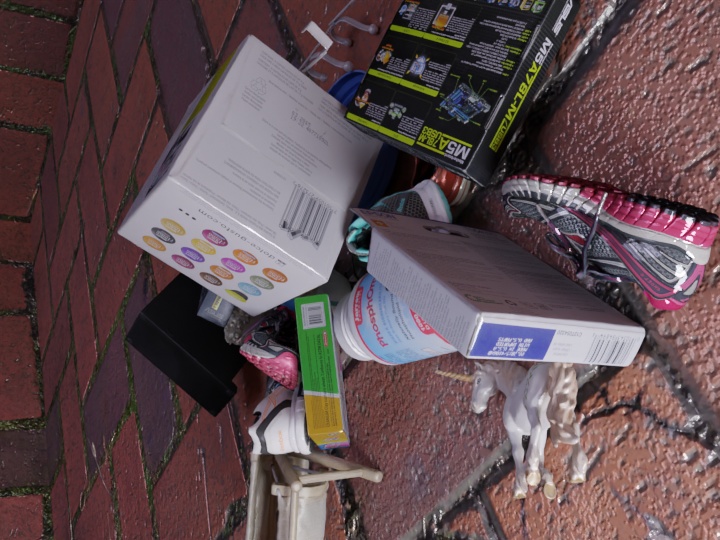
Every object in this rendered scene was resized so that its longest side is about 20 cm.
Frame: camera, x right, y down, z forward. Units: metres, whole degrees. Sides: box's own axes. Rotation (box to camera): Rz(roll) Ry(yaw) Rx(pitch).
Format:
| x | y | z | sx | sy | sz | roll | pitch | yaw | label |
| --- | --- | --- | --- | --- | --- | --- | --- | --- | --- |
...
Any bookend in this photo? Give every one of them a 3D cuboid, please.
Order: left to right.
| x | y | z | sx | sy | sz | roll | pitch | yaw | label |
| --- | --- | --- | --- | --- | --- | --- | --- | --- | --- |
| -0.253 | 0.097 | 1.259 | 0.092 | 0.198 | 0.201 | -45 | 6 | 43 | bookend |

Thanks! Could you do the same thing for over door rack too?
| x | y | z | sx | sy | sz | roll | pitch | yaw | label |
| --- | --- | --- | --- | --- | --- | --- | --- | --- | --- |
| -0.029 | -0.285 | 0.929 | 0.149 | 0.066 | 0.200 | -59 | 7 | -19 | over door rack |

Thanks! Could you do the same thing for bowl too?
| x | y | z | sx | sy | sz | roll | pitch | yaw | label |
| --- | --- | --- | --- | --- | --- | --- | --- | --- | --- |
| -0.014 | -0.156 | 0.972 | 0.199 | 0.039 | 0.206 | -25 | 60 | 54 | bowl |

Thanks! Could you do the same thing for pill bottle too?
| x | y | z | sx | sy | sz | roll | pitch | yaw | label |
| --- | --- | --- | --- | --- | --- | --- | --- | --- | --- |
| 0.054 | 0.041 | 0.794 | 0.199 | 0.107 | 0.112 | -24 | 66 | 54 | pill bottle |

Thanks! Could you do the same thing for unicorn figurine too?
| x | y | z | sx | sy | sz | roll | pitch | yaw | label |
| --- | --- | --- | --- | --- | --- | --- | --- | --- | --- |
| 0.149 | 0.129 | 0.668 | 0.200 | 0.072 | 0.140 | 131 | 142 | -56 | unicorn figurine |

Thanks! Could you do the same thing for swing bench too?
| x | y | z | sx | sy | sz | roll | pitch | yaw | label |
| --- | --- | --- | --- | --- | --- | --- | --- | --- | --- |
| -0.082 | 0.337 | 0.955 | 0.198 | 0.127 | 0.204 | 4 | 91 | 57 | swing bench |

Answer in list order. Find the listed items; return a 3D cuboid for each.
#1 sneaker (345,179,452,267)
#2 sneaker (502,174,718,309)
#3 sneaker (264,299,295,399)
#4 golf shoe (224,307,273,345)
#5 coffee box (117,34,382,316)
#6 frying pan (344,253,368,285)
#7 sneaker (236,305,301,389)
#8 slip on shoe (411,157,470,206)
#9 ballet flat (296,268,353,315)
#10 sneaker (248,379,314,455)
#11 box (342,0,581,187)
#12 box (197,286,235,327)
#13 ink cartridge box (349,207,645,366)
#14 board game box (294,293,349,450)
| x | y | z | sx | sy | sz | roll | pitch | yaw | label |
| --- | --- | --- | --- | --- | --- | --- | --- | --- | --- |
| 0.017 | -0.041 | 0.810 | 0.079 | 0.090 | 0.200 | 67 | 156 | 5 | sneaker |
| 0.188 | -0.033 | 0.611 | 0.199 | 0.079 | 0.077 | 31 | 115 | 54 | sneaker |
| -0.099 | 0.131 | 1.078 | 0.082 | 0.071 | 0.205 | -127 | 44 | -80 | sneaker |
| -0.158 | 0.033 | 1.179 | 0.202 | 0.077 | 0.098 | -57 | 25 | 30 | golf shoe |
| -0.126 | -0.098 | 0.857 | 0.196 | 0.198 | 0.203 | -23 | 39 | 54 | coffee box |
| 0.001 | -0.018 | 0.961 | 0.188 | 0.030 | 0.118 | -9 | 78 | 54 | frying pan |
| -0.104 | 0.088 | 0.927 | 0.075 | 0.080 | 0.200 | -53 | 14 | -3 | sneaker |
| 0.090 | -0.174 | 0.808 | 0.074 | 0.060 | 0.205 | 5 | 89 | 58 | slip on shoe |
| -0.069 | 0.014 | 1.005 | 0.199 | 0.068 | 0.071 | -148 | 67 | -63 | ballet flat |
| -0.097 | 0.171 | 0.939 | 0.200 | 0.078 | 0.076 | -91 | -8 | -80 | sneaker |
| 0.093 | -0.207 | 0.751 | 0.199 | 0.047 | 0.196 | 31 | 98 | 44 | box |
| -0.194 | -0.017 | 1.144 | 0.160 | 0.050 | 0.200 | -64 | 14 | 6 | box |
| 0.108 | 0.013 | 0.635 | 0.200 | 0.193 | 0.044 | 41 | 118 | 51 | ink cartridge box |
| -0.044 | 0.132 | 0.905 | 0.201 | 0.039 | 0.157 | 86 | 177 | -72 | board game box |
